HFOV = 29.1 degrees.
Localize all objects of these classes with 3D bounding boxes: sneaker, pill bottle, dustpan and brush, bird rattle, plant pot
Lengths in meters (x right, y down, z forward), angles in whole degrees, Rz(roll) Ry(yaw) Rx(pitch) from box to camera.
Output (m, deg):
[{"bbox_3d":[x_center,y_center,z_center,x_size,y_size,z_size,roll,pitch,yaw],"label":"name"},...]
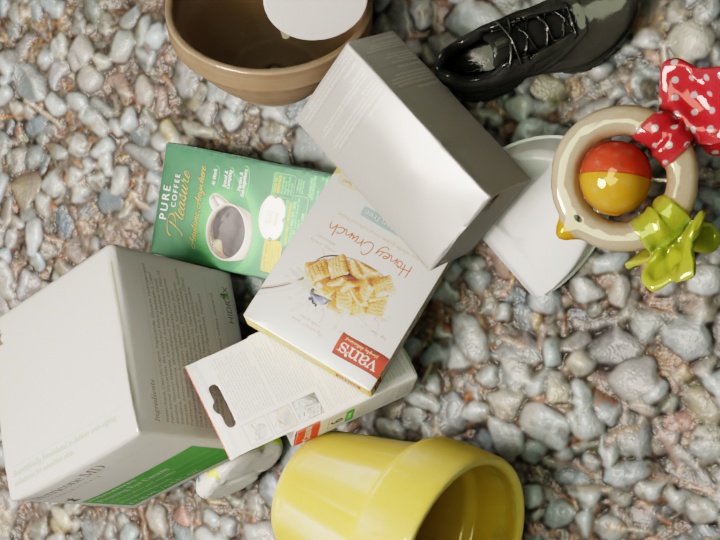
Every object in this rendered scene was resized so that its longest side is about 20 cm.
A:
[{"bbox_3d":[-0.117,0.142,1.438,0.200,0.076,0.105,-48,61,16],"label":"sneaker"},{"bbox_3d":[-0.049,-0.316,1.292,0.116,0.116,0.201,-27,47,23],"label":"pill bottle"},{"bbox_3d":[0.200,-0.088,1.288,0.200,0.057,0.140,-42,88,27],"label":"dustpan and brush"},{"bbox_3d":[0.249,-0.086,1.213,0.162,0.113,0.201,4,100,7],"label":"bird rattle"},{"bbox_3d":[0.025,0.241,1.319,0.188,0.200,0.202,19,102,38],"label":"plant pot"},{"bbox_3d":[-0.087,-0.226,1.352,0.200,0.201,0.093,24,143,20],"label":"plant pot"},{"bbox_3d":[0.158,-0.208,1.270,0.200,0.091,0.076,-24,82,22],"label":"sneaker"}]

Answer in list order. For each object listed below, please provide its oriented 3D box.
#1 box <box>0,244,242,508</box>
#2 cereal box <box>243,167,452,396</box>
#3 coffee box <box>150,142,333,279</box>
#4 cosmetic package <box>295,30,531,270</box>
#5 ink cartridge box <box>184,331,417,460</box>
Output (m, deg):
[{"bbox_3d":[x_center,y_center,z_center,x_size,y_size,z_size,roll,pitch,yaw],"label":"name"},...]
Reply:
[{"bbox_3d":[-0.237,0.112,1.385,0.199,0.171,0.201,-29,62,32],"label":"box"},{"bbox_3d":[0.000,0.000,1.327,0.144,0.040,0.200,29,77,8],"label":"cereal box"},{"bbox_3d":[-0.116,-0.058,1.428,0.199,0.044,0.123,11,98,22],"label":"coffee box"},{"bbox_3d":[0.047,-0.111,1.272,0.200,0.090,0.107,49,127,10],"label":"cosmetic package"},{"bbox_3d":[-0.057,0.104,1.342,0.199,0.050,0.109,-23,70,-15],"label":"ink cartridge box"}]
